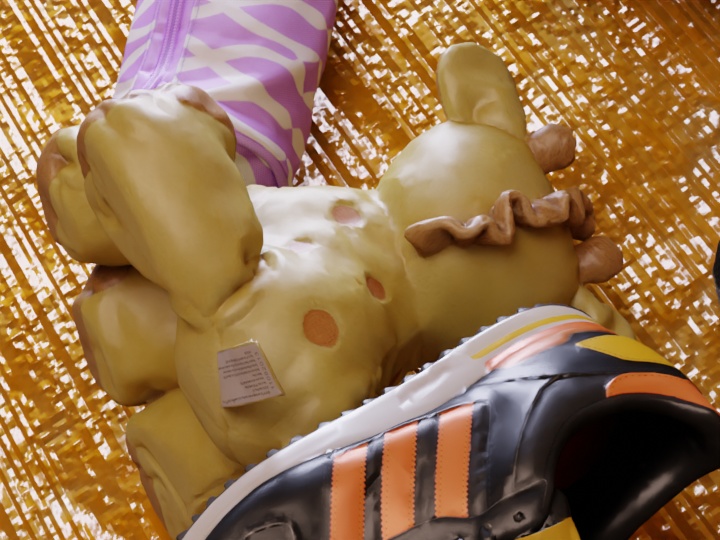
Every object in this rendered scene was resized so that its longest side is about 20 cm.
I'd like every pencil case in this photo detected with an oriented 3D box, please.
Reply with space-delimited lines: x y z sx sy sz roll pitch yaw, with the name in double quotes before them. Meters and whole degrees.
"pencil case" -0.051 -0.115 1.007 0.083 0.086 0.201 -6 57 21

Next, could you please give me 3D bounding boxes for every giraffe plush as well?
"giraffe plush" 0.000 0.000 0.878 0.161 0.174 0.200 -22 18 -22

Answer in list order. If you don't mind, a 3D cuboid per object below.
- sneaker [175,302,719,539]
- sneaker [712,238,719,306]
"sneaker" 0.023 0.083 0.754 0.200 0.070 0.090 -35 31 -22
"sneaker" 0.205 -0.030 0.855 0.199 0.078 0.077 -33 43 -2
